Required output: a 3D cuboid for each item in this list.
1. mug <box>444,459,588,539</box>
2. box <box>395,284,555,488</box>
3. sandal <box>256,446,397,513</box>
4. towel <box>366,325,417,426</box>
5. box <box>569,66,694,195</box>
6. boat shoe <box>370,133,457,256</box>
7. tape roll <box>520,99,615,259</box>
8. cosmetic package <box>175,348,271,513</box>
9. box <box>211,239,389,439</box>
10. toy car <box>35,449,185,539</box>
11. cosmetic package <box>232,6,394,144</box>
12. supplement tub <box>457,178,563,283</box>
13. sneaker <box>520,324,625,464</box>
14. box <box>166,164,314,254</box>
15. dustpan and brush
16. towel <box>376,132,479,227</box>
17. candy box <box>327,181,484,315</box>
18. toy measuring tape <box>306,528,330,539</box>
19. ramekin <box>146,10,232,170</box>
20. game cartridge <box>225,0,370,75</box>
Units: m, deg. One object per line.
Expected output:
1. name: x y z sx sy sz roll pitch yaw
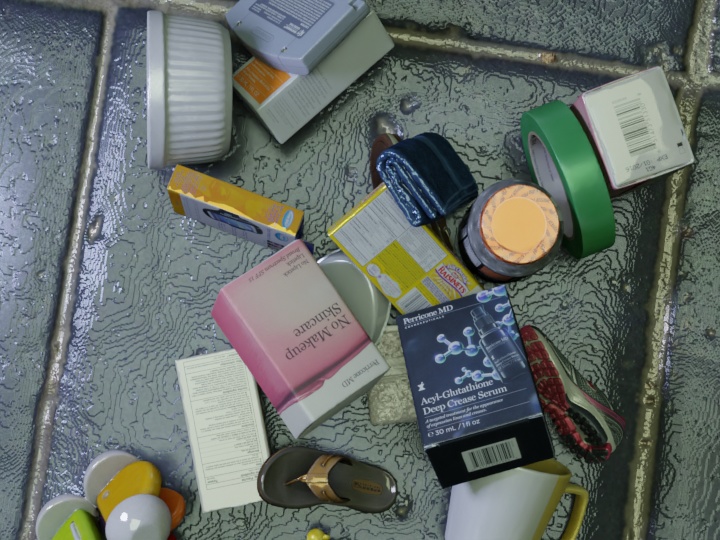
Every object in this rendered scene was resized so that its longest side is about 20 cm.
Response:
1. mug: 0.195 0.313 1.663 0.185 0.149 0.155 17 94 7
2. box: 0.140 0.142 1.601 0.147 0.107 0.201 -17 50 6
3. sandal: -0.036 0.274 1.670 0.198 0.055 0.083 15 72 -21
4. towel: 0.103 0.133 1.724 0.198 0.034 0.134 -7 86 -1
5. box: 0.334 -0.167 1.662 0.108 0.200 0.129 -19 87 -2
6. boat shoe: 0.074 -0.087 1.729 0.074 0.075 0.204 -10 79 -36
7. tape roll: 0.264 -0.115 1.658 0.048 0.200 0.202 -21 87 -3
8. cosmetic package: -0.173 0.206 1.696 0.104 0.071 0.202 -9 86 -3
9. box: -0.077 0.086 1.624 0.127 0.109 0.201 -33 82 -21
10. toy car: -0.310 0.344 1.659 0.200 0.175 0.150 -43 124 -3
11. cosmetic package: -0.066 -0.272 1.706 0.200 0.071 0.101 -41 45 -4
12. supplement tub: 0.191 -0.049 1.653 0.121 0.200 0.124 0 86 -1
13. sneaker: 0.269 0.157 1.706 0.075 0.080 0.201 -37 93 -41
14. box: -0.150 -0.073 1.690 0.198 0.119 0.042 19 78 0
15. dustpan and brush: 0.000 0.000 1.705 0.139 0.057 0.201 33 112 18
16. towel: 0.090 -0.122 1.660 0.048 0.200 0.112 -35 89 25
17. candy box: 0.060 -0.011 1.652 0.102 0.026 0.200 -39 110 10
18. toy measuring tape: -0.022 0.430 1.687 0.073 0.074 0.202 -18 87 -2
19. ramekin: -0.221 -0.229 1.666 0.104 0.200 0.202 0 86 -10
20. game cartridge: -0.089 -0.326 1.687 0.133 0.042 0.200 -48 44 -4
